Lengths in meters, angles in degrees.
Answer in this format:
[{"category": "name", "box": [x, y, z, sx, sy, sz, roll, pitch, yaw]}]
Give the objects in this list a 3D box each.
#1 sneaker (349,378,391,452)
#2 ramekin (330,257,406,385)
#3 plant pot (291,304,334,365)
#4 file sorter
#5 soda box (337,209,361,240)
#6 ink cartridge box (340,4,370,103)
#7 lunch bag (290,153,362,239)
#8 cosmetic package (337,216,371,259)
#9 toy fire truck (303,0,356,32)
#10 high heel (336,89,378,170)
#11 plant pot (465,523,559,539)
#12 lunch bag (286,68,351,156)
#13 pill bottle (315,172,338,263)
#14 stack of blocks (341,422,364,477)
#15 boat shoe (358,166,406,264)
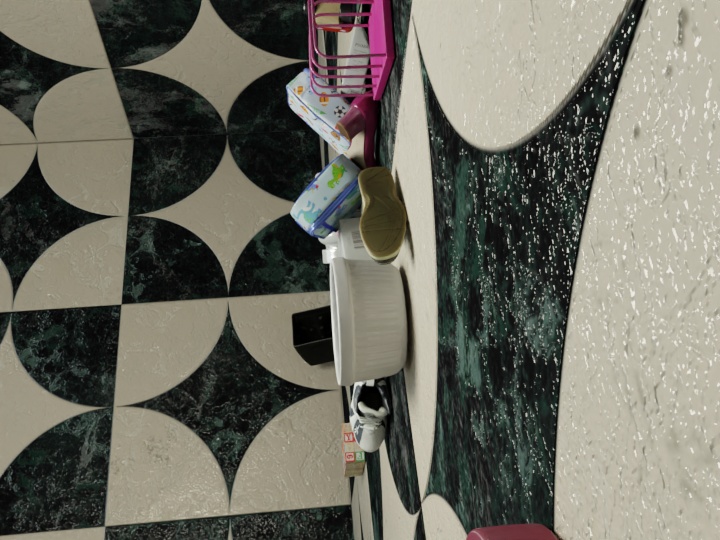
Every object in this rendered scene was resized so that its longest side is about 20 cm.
[{"category": "sneaker", "box": [0.018, 0.283, 1.486, 0.130, 0.079, 0.201, -79, -3, -75]}, {"category": "ramekin", "box": [0.011, 0.077, 1.201, 0.200, 0.104, 0.202, 176, 90, -84]}, {"category": "plant pot", "box": [-0.178, 0.295, 3.284, 0.200, 0.198, 0.178, -100, -5, -49]}, {"category": "file sorter", "box": [-0.022, -0.373, 1.225, 0.200, 0.124, 0.140, 129, 138, -83]}, {"category": "soda box", "box": [-0.017, -0.122, 1.601, 0.064, 0.067, 0.202, -157, 63, -86]}, {"category": "ink cartridge box", "box": [0.000, -0.436, 1.522, 0.163, 0.057, 0.202, 128, 158, -83]}, {"category": "lunch bag", "box": [-0.056, -0.135, 1.467, 0.082, 0.161, 0.200, 45, -178, 4]}, {"category": "cosmetic package", "box": [0.000, 0.000, 1.483, 0.201, 0.080, 0.114, 92, 170, -56]}, {"category": "toy fire truck", "box": [-0.052, -0.556, 1.500, 0.200, 0.127, 0.178, -13, -69, -80]}, {"category": "high heel", "box": [0.019, -0.250, 1.424, 0.067, 0.096, 0.200, 42, 171, 21]}, {"category": "plant pot", "box": [0.052, 0.283, 0.512, 0.200, 0.177, 0.202, 176, 90, -86]}, {"category": "lunch bag", "box": [-0.067, -0.316, 1.540, 0.200, 0.076, 0.160, 45, 175, 3]}, {"category": "pill bottle", "box": [-0.044, -0.118, 1.693, 0.110, 0.108, 0.202, -166, 73, -85]}, {"category": "stack of blocks", "box": [-0.024, 0.546, 2.300, 0.200, 0.058, 0.116, 95, 170, -62]}, {"category": "boat shoe", "box": [0.034, -0.077, 1.154, 0.066, 0.071, 0.202, 77, -176, -45]}]
